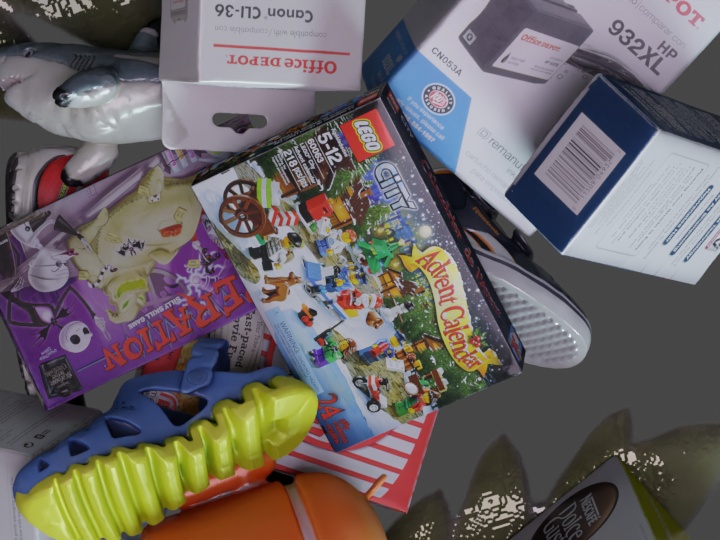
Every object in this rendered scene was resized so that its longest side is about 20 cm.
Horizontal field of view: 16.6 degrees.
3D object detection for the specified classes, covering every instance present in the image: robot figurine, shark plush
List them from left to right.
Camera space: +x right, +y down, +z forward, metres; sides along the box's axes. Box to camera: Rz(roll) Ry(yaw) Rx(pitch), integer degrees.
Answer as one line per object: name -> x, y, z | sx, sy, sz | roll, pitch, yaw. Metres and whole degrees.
shark plush -> -0.131, -0.135, 1.579 | 0.199, 0.084, 0.091 | -21, 144, -3
robot figurine -> -0.065, 0.199, 1.573 | 0.199, 0.144, 0.117 | -18, 132, -7

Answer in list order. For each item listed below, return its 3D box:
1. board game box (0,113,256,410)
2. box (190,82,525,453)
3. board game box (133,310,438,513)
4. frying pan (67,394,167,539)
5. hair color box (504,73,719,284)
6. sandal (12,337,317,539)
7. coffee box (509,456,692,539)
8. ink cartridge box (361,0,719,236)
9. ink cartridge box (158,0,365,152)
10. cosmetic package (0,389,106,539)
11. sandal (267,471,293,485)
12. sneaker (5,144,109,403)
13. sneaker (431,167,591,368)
board game box -> -0.138, -0.006, 1.587 | 0.199, 0.032, 0.121 | -26, 96, -13
box -> 0.000, 0.000, 1.555 | 0.136, 0.038, 0.201 | -24, 105, 16
board game box -> -0.042, 0.059, 1.640 | 0.199, 0.046, 0.152 | 18, 83, -10
frying pan -> -0.169, 0.136, 1.661 | 0.114, 0.031, 0.191 | 1, 132, -26
hair color box -> 0.183, -0.055, 1.569 | 0.061, 0.200, 0.100 | 47, 108, 27
sandal -> -0.130, 0.103, 1.547 | 0.199, 0.087, 0.080 | -22, 141, -24
coffee box -> 0.176, 0.286, 1.680 | 0.197, 0.200, 0.200 | -39, 106, 9
ink cartridge box -> 0.120, -0.148, 1.587 | 0.145, 0.084, 0.200 | 39, 102, -15
ink cartridge box -> -0.059, -0.173, 1.532 | 0.116, 0.067, 0.201 | 0, 94, -27
cosmetic package -> -0.268, 0.135, 1.612 | 0.199, 0.085, 0.108 | 11, 114, 28
sandal -> -0.041, 0.146, 1.693 | 0.081, 0.055, 0.201 | 2, 108, -5
sneaker -> -0.188, 0.016, 1.631 | 0.084, 0.077, 0.201 | -4, 110, -8
sneaker -> 0.070, -0.014, 1.614 | 0.199, 0.080, 0.079 | 29, 144, -2
